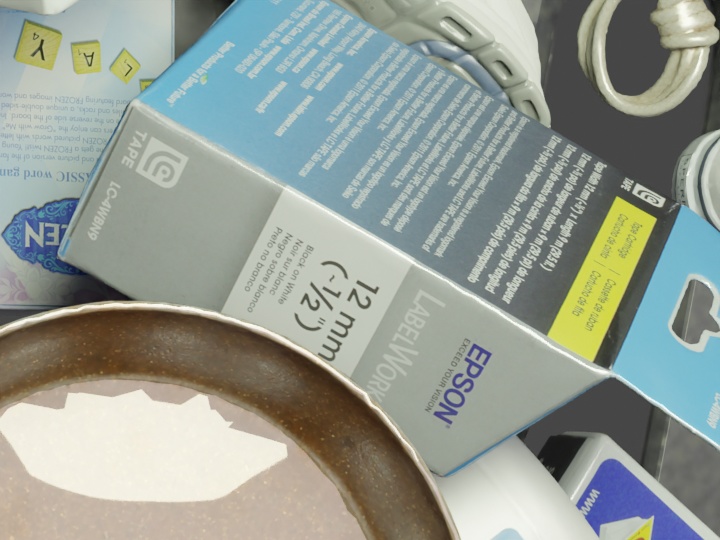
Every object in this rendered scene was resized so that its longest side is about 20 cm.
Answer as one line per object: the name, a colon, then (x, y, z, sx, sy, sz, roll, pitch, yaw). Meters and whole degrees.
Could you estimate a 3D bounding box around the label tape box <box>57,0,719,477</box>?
label tape box: (0.025, -0.003, 0.791, 0.200, 0.143, 0.066, 32, 117, 2)

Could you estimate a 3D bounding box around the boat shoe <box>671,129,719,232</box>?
boat shoe: (0.221, -0.024, 1.004, 0.200, 0.067, 0.074, -2, 90, -28)

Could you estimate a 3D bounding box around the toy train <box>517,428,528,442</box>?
toy train: (0.000, 0.000, 0.903, 0.046, 0.034, 0.200, -37, 104, -21)

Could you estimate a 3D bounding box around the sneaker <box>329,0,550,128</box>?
sneaker: (0.000, -0.122, 0.885, 0.200, 0.074, 0.087, 56, 24, -25)

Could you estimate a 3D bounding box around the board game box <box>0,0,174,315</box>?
board game box: (-0.157, -0.085, 0.816, 0.200, 0.041, 0.200, 2, 86, -28)

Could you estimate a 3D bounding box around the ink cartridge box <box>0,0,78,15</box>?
ink cartridge box: (-0.089, -0.194, 0.712, 0.146, 0.083, 0.200, -40, 130, -38)

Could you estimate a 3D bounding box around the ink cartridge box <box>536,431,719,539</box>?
ink cartridge box: (0.097, 0.197, 0.945, 0.200, 0.047, 0.198, 43, 69, -22)

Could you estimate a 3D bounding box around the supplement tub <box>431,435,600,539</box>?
supplement tub: (-0.020, 0.141, 0.815, 0.200, 0.145, 0.145, -36, 105, -13)

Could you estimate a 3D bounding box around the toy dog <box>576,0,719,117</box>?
toy dog: (0.149, -0.157, 0.958, 0.096, 0.132, 0.201, -22, 106, -66)

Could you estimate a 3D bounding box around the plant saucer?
plant saucer: (-0.065, 0.110, 0.715, 0.200, 0.034, 0.201, 2, 82, -15)
